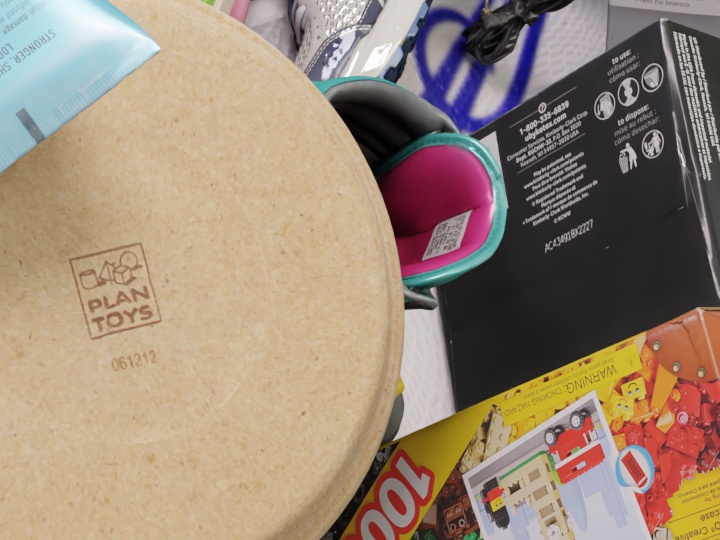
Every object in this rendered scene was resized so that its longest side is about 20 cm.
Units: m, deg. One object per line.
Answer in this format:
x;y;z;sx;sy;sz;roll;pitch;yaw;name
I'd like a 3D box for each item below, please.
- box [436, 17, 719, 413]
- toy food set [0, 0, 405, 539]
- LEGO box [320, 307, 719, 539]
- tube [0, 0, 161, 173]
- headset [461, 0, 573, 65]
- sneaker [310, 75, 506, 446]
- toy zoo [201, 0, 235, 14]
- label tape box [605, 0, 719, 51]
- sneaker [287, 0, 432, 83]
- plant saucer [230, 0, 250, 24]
0.148;0.000;0.972;0.199;0.148;0.125;13;60;-40;box
-0.079;0.012;0.681;0.199;0.049;0.199;-31;92;-27;toy food set
0.083;0.115;0.810;0.077;0.199;0.150;2;68;-45;LEGO box
-0.143;-0.103;0.659;0.200;0.077;0.050;48;-4;26;tube
0.060;-0.191;1.056;0.123;0.094;0.201;19;42;-39;headset
0.000;0.000;0.808;0.200;0.120;0.084;50;39;-47;sneaker
-0.054;-0.178;0.748;0.132;0.020;0.201;-74;165;-52;toy zoo
0.151;-0.188;1.031;0.144;0.066;0.201;-68;163;-55;label tape box
-0.008;-0.128;0.946;0.085;0.077;0.201;23;63;-1;sneaker
-0.077;-0.164;0.838;0.200;0.050;0.202;3;90;-79;plant saucer
